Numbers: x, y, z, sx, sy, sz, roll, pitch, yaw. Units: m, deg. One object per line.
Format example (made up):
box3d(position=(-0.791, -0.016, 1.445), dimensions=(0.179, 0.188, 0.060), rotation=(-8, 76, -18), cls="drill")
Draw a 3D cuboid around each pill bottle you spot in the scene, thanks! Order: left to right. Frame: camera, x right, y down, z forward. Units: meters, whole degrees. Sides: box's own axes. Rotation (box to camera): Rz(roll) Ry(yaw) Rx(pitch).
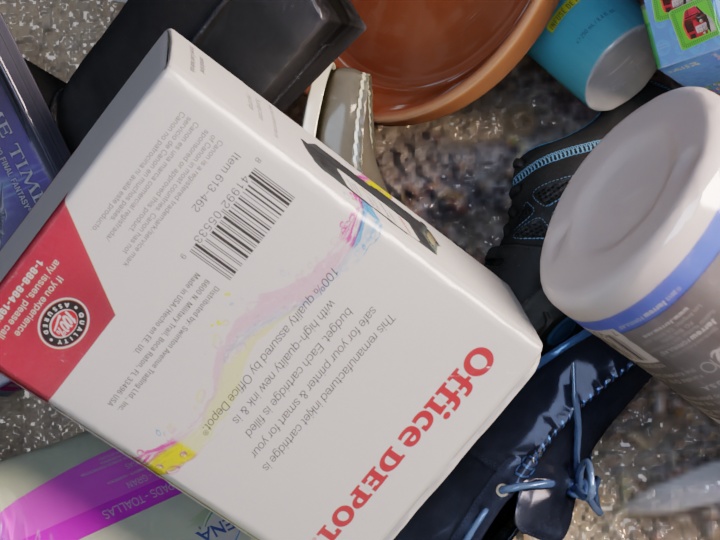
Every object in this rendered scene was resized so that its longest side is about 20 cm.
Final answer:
box3d(position=(0.187, 0.019, 0.673), dimensions=(0.199, 0.114, 0.114), rotation=(34, 88, -19), cls="pill bottle")

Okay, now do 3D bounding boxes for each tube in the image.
box3d(position=(0.072, -0.160, 0.772), dimensions=(0.077, 0.050, 0.200), rotation=(-38, 58, -4), cls="tube")

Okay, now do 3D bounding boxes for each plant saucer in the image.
box3d(position=(0.028, -0.171, 0.760), dimensions=(0.199, 0.032, 0.202), rotation=(-6, 80, 40), cls="plant saucer")

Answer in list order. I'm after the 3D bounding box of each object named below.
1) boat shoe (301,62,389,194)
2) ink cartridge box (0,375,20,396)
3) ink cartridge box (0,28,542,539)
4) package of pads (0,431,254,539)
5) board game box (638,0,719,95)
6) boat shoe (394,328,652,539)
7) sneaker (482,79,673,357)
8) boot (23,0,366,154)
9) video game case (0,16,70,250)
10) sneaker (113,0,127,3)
box3d(position=(0.001, -0.001, 0.742), dimensions=(0.060, 0.072, 0.203), rotation=(3, 103, 10), cls="boat shoe")
box3d(position=(-0.132, -0.032, 0.800), dimensions=(0.199, 0.042, 0.120), rotation=(-29, 79, 7), cls="ink cartridge box")
box3d(position=(-0.045, 0.019, 0.656), dimensions=(0.200, 0.083, 0.146), rotation=(36, 102, -17), cls="ink cartridge box")
box3d(position=(-0.095, 0.169, 0.712), dimensions=(0.068, 0.154, 0.201), rotation=(-40, 76, 34), cls="package of pads")
box3d(position=(0.149, -0.181, 0.721), dimensions=(0.036, 0.151, 0.201), rotation=(-16, 80, 24), cls="board game box")
box3d(position=(0.079, 0.108, 0.734), dimensions=(0.200, 0.084, 0.069), rotation=(-48, 59, 14), cls="boat shoe")
box3d(position=(0.097, -0.011, 0.756), dimensions=(0.200, 0.073, 0.082), rotation=(-44, 63, -5), cls="sneaker")
box3d(position=(-0.113, -0.111, 0.713), dimensions=(0.165, 0.066, 0.200), rotation=(48, 123, 2), cls="boot")
box3d(position=(-0.215, -0.023, 0.742), dimensions=(0.199, 0.019, 0.144), rotation=(-20, 101, 31), cls="video game case")
box3d(position=(-0.094, -0.157, 0.776), dimensions=(0.080, 0.071, 0.200), rotation=(-38, 56, -10), cls="sneaker")
